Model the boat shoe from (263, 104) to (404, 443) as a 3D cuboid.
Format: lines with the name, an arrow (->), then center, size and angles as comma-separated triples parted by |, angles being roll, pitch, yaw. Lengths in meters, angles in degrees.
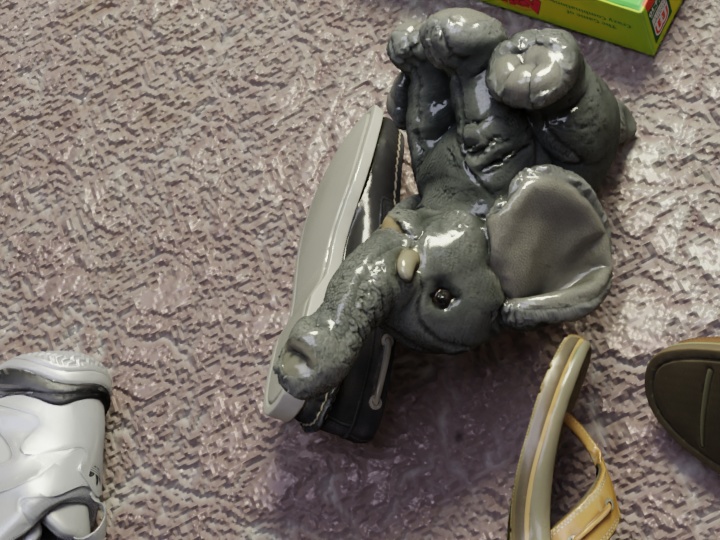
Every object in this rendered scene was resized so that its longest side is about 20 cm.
boat shoe -> 0.000, 0.000, 0.886 | 0.060, 0.074, 0.202 | 23, 52, -14

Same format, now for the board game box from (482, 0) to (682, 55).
board game box -> 0.100, -0.206, 0.952 | 0.199, 0.048, 0.102 | 23, 76, 27

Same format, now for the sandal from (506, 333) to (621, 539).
sandal -> 0.096, 0.132, 0.787 | 0.053, 0.080, 0.202 | 9, 71, 6

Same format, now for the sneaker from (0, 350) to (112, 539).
sneaker -> -0.227, 0.123, 0.903 | 0.198, 0.075, 0.116 | -17, 59, 8

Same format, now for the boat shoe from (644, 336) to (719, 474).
boat shoe -> 0.233, 0.068, 0.773 | 0.199, 0.073, 0.068 | 14, 32, 37

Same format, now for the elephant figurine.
elephant figurine -> 0.055, -0.016, 0.825 | 0.153, 0.142, 0.202 | 9, 79, 7
